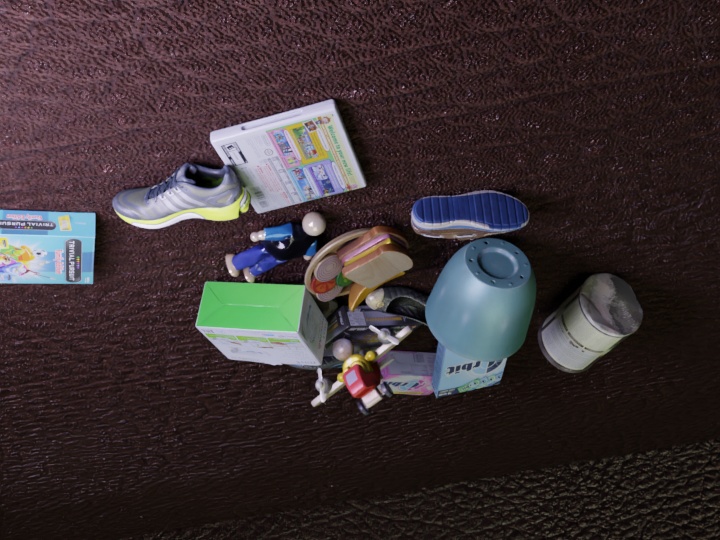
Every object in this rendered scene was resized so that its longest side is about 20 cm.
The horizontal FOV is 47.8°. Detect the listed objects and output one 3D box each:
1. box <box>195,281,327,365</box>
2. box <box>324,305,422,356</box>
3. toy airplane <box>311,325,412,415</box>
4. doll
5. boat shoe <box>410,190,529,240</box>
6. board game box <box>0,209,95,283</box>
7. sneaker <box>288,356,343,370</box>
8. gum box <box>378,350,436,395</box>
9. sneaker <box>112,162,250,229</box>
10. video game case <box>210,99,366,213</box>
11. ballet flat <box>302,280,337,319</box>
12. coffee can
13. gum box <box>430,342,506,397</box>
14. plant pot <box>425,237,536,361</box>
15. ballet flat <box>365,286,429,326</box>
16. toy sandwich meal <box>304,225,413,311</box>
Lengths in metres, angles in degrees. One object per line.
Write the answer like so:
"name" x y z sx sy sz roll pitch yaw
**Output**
"box" -0.180 0.104 1.524 0.198 0.098 0.177 2 155 15
"box" 0.007 0.127 1.705 0.199 0.049 0.158 2 151 -37
"toy airplane" -0.001 0.191 1.645 0.200 0.141 0.199 -45 -173 -33
"doll" -0.138 -0.042 1.369 0.199 0.049 0.136 -27 149 30
"boat shoe" 0.182 -0.089 1.371 0.198 0.073 0.073 3 156 -2
"board game box" -0.518 -0.034 1.263 0.198 0.047 0.151 1 151 -19
"sneaker" -0.077 0.195 1.807 0.198 0.074 0.082 -1 152 -14
"gum box" 0.121 0.251 1.984 0.198 0.067 0.114 7 148 -29
"sneaker" -0.263 -0.116 1.174 0.198 0.074 0.081 -8 140 0
"video game case" -0.099 -0.161 1.187 0.180 0.022 0.200 -13 151 7
"ballet flat" -0.084 0.054 1.581 0.067 0.047 0.200 -30 160 -9
"coffee can" 0.496 0.117 1.766 0.145 0.148 0.200 0 151 -18
"gum box" 0.259 0.206 1.893 0.168 0.045 0.201 -10 138 -14
"plant pot" 0.233 0.039 1.496 0.198 0.202 0.162 -2 138 -14
"ballet flat" 0.102 0.076 1.644 0.198 0.057 0.067 13 132 -25
"toy sandwich meal" 0.000 0.000 1.429 0.203 0.071 0.206 -20 150 -12
